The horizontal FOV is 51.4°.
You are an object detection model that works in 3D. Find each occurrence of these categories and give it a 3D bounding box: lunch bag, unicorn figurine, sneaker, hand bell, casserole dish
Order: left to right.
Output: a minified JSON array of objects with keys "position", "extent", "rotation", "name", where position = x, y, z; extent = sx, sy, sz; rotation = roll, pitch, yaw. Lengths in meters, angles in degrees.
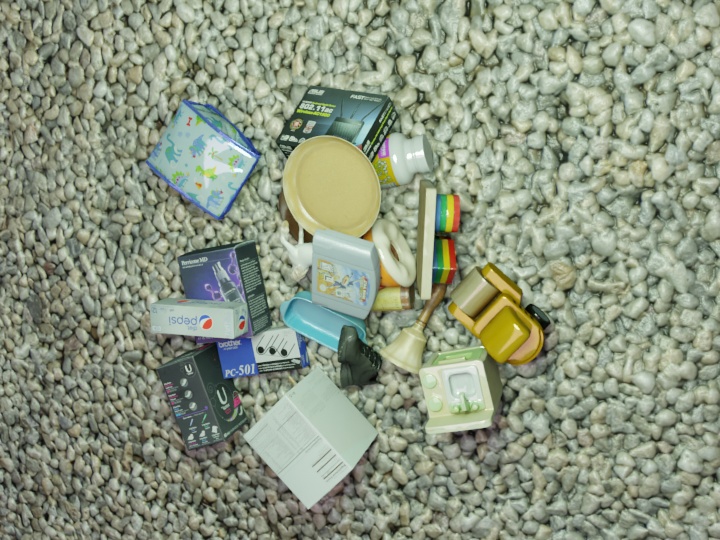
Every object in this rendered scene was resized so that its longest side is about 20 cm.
[{"position":[-0.319,-0.232,1.574],"extent":[0.200,0.127,0.171],"rotation":[41,109,16],"name":"lunch bag"},{"position":[-0.104,-0.041,1.498],"extent":[0.199,0.074,0.139],"rotation":[8,116,48],"name":"unicorn figurine"},{"position":[-0.072,0.106,1.573],"extent":[0.199,0.039,0.121],"rotation":[27,140,-2],"name":"casserole dish"},{"position":[-0.001,0.176,1.540],"extent":[0.090,0.201,0.077],"rotation":[4,57,7],"name":"sneaker"},{"position":[0.127,0.101,1.529],"extent":[0.104,0.104,0.201],"rotation":[27,96,11],"name":"hand bell"}]

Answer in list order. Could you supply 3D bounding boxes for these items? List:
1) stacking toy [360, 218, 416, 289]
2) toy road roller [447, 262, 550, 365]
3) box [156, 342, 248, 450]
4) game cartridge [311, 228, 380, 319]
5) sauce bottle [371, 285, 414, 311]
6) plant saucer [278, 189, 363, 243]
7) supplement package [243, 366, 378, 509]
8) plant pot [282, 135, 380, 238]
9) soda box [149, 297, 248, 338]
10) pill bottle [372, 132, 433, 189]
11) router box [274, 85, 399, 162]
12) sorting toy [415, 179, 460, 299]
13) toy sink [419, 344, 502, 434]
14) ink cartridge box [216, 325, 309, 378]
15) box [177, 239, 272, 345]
[{"position":[0.000,0.000,1.502],"extent":[0.199,0.146,0.147],"rotation":[-28,91,24],"name":"stacking toy"},{"position":[0.264,0.093,1.440],"extent":[0.200,0.146,0.123],"rotation":[43,109,6],"name":"toy road roller"},{"position":[-0.353,0.281,1.683],"extent":[0.105,0.122,0.202],"rotation":[-19,95,20],"name":"box"},{"position":[-0.028,0.013,1.433],"extent":[0.132,0.042,0.201],"rotation":[20,140,14],"name":"game cartridge"},{"position":[0.012,0.052,1.555],"extent":[0.198,0.066,0.067],"rotation":[-1,100,16],"name":"sauce bottle"},{"position":[-0.082,-0.098,1.520],"extent":[0.199,0.037,0.201],"rotation":[15,137,14],"name":"plant saucer"},{"position":[-0.100,0.347,1.580],"extent":[0.200,0.191,0.147],"rotation":[47,110,5],"name":"supplement package"},{"position":[-0.050,-0.150,1.376],"extent":[0.198,0.027,0.202],"rotation":[9,114,21],"name":"plant pot"},{"position":[-0.337,0.098,1.562],"extent":[0.198,0.068,0.064],"rotation":[2,100,18],"name":"soda box"},{"position":[0.038,-0.212,1.476],"extent":[0.198,0.104,0.105],"rotation":[-10,97,19],"name":"pill bottle"},{"position":[-0.046,-0.273,1.447],"extent":[0.199,0.062,0.151],"rotation":[16,67,31],"name":"router box"},{"position":[0.148,-0.063,1.428],"extent":[0.069,0.199,0.202],"rotation":[2,102,1],"name":"sorting toy"},{"position":[0.194,0.223,1.459],"extent":[0.129,0.200,0.113],"rotation":[-12,97,20],"name":"toy sink"},{"position":[-0.217,0.180,1.663],"extent":[0.198,0.044,0.095],"rotation":[-9,96,19],"name":"ink cartridge box"},{"position":[-0.294,0.046,1.630],"extent":[0.147,0.104,0.202],"rotation":[-10,98,19],"name":"box"}]
